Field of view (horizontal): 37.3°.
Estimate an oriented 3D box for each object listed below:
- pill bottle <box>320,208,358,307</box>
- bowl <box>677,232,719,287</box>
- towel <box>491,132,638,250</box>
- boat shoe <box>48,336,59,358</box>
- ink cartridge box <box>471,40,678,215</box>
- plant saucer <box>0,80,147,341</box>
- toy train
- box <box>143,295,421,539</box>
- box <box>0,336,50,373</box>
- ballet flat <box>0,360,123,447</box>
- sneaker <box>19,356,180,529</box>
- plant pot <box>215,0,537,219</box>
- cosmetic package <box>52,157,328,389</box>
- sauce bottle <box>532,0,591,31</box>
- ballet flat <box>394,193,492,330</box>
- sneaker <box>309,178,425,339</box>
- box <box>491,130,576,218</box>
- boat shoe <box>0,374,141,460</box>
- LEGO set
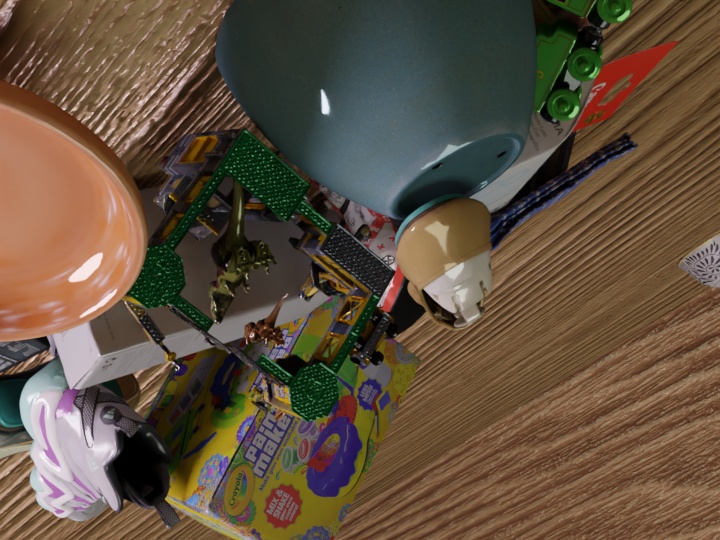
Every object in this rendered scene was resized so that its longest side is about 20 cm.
[{"bbox_3d":[0.000,0.000,0.983,0.110,0.111,0.200,-23,163,-13],"label":"pill bottle"},{"bbox_3d":[0.741,-0.021,2.114,0.199,0.095,0.201,-25,163,-8],"label":"bowl"},{"bbox_3d":[0.151,-0.050,0.977,0.199,0.024,0.145,-32,175,-28],"label":"towel"},{"bbox_3d":[-0.182,0.039,0.884,0.199,0.068,0.072,-32,163,24],"label":"boat shoe"},{"bbox_3d":[0.143,-0.095,0.833,0.198,0.048,0.160,-23,170,-11],"label":"ink cartridge box"},{"bbox_3d":[-0.211,-0.034,0.556,0.198,0.038,0.201,-2,141,-2],"label":"plant saucer"},{"bbox_3d":[0.150,-0.186,0.672,0.042,0.056,0.201,-65,178,-61],"label":"toy train"},{"bbox_3d":[-0.084,0.128,0.929,0.192,0.122,0.201,0,-123,57],"label":"box"},{"bbox_3d":[-0.323,0.050,0.729,0.157,0.051,0.200,-27,164,-2],"label":"box"},{"bbox_3d":[-0.279,0.114,0.909,0.063,0.068,0.200,-21,171,16],"label":"ballet flat"},{"bbox_3d":[-0.197,0.170,0.860,0.078,0.139,0.201,-47,156,-32],"label":"sneaker"},{"bbox_3d":[0.028,-0.112,0.651,0.199,0.136,0.200,-24,163,-8],"label":"plant pot"},{"bbox_3d":[-0.125,-0.002,0.775,0.199,0.114,0.081,-14,165,-34],"label":"cosmetic package"},{"bbox_3d":[0.090,-0.141,0.780,0.066,0.066,0.200,-8,153,-48],"label":"sauce bottle"},{"bbox_3d":[0.065,0.001,0.711,0.068,0.063,0.200,-30,168,1],"label":"ballet flat"},{"bbox_3d":[0.012,-0.038,0.828,0.067,0.108,0.202,-35,152,-23],"label":"sneaker"},{"bbox_3d":[0.117,-0.099,0.981,0.157,0.049,0.200,-28,163,-2],"label":"box"},{"bbox_3d":[-0.291,0.124,0.986,0.199,0.072,0.076,-17,145,-37],"label":"boat shoe"},{"bbox_3d":[-0.080,0.001,0.703,0.199,0.155,0.116,31,168,-29],"label":"LEGO set"}]
